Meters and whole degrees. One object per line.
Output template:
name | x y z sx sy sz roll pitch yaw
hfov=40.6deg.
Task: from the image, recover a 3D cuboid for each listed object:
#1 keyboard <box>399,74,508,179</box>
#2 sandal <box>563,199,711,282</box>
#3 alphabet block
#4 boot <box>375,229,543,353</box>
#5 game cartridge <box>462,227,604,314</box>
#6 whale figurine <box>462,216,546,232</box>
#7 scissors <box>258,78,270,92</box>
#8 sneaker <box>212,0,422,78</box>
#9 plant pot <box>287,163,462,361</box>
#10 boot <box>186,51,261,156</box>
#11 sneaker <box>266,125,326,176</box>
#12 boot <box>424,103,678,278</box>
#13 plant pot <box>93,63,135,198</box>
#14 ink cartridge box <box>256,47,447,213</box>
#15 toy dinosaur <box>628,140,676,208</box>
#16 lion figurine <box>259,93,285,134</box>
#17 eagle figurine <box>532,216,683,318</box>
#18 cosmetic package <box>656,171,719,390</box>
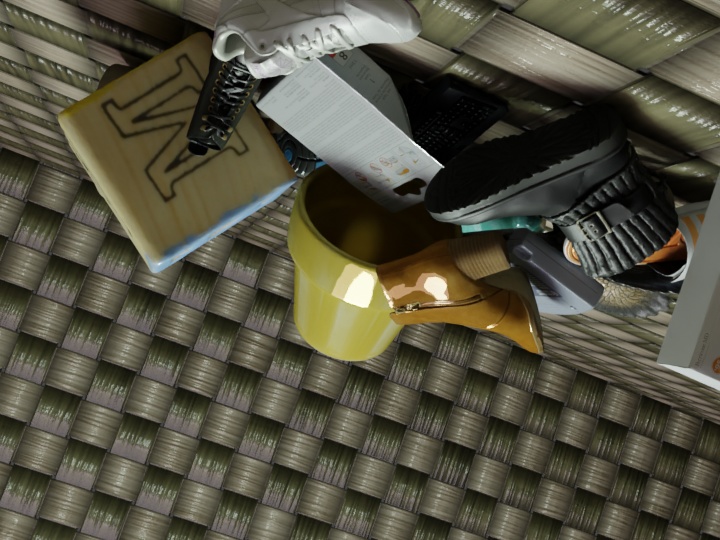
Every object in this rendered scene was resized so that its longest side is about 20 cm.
keyboard | 0.065 -0.139 1.034 0.104 0.040 0.200 21 156 -16
sandal | 0.316 -0.019 1.004 0.206 0.059 0.079 -9 133 3
alphabet block | -0.218 -0.132 1.158 0.200 0.196 0.195 58 167 -5
boot | 0.108 0.037 1.046 0.144 0.071 0.201 -17 136 18
game cartridge | 0.188 0.003 1.127 0.133 0.041 0.200 39 167 -17
whale figurine | 0.159 -0.068 1.271 0.159 0.104 0.200 16 175 32
scissors | -0.060 -0.199 1.248 0.073 0.014 0.200 14 170 39
sneaker | -0.040 -0.200 0.820 0.200 0.100 0.075 14 169 32
plant pot | 0.000 0.000 1.168 0.200 0.201 0.189 20 130 -1
boot | -0.122 -0.189 0.978 0.077 0.139 0.200 22 172 -12
sneaker | -0.083 -0.172 1.372 0.082 0.073 0.200 6 -171 -36
boot | 0.184 -0.056 0.936 0.211 0.080 0.158 -17 133 26
plant pot | -0.246 -0.181 1.346 0.200 0.188 0.187 7 172 5
ink cartridge box | 0.004 -0.150 1.013 0.200 0.050 0.162 36 158 -16
toy dinosaur | 0.265 -0.100 0.991 0.200 0.048 0.088 17 178 -18
lion figurine | -0.008 -0.176 1.119 0.200 0.073 0.122 3 160 18
eagle figurine | 0.277 -0.023 1.122 0.152 0.200 0.151 -21 165 -49
cosmetic package | 0.352 0.008 0.908 0.082 0.200 0.051 22 174 -18
